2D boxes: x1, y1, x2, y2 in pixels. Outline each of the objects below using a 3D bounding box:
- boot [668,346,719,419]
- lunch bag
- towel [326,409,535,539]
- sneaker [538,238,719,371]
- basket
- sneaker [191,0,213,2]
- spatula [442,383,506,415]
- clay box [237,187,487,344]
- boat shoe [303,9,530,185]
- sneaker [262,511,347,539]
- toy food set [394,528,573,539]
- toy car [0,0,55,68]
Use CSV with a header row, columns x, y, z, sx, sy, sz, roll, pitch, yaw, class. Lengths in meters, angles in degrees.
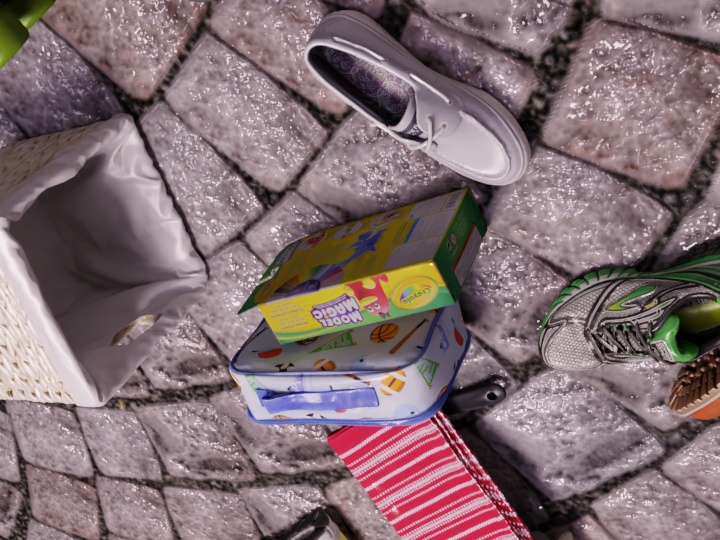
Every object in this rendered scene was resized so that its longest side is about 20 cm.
x,y,z,sx,sy,sz,roll,pitch,yaw,class
0.342,0.077,0.790,0.107,0.075,0.200,39,128,-12,boot
-0.012,0.075,0.881,0.199,0.160,0.076,-5,120,25,lunch bag
0.065,0.216,0.987,0.144,0.022,0.200,-35,92,40,towel
0.227,0.039,0.802,0.199,0.085,0.078,-25,110,35,sneaker
-0.279,-0.007,0.920,0.160,0.198,0.201,-5,121,30,basket
-0.061,-0.246,0.720,0.199,0.099,0.071,-15,114,29,sneaker
0.060,0.144,0.987,0.199,0.021,0.057,-26,102,33,spatula
0.000,0.000,0.853,0.199,0.115,0.048,-16,117,32,clay box
0.043,-0.126,0.777,0.200,0.069,0.072,40,129,-7,boat shoe
-0.076,0.355,1.159,0.090,0.078,0.200,41,131,-16,sneaker
0.137,0.317,1.059,0.199,0.060,0.144,2,124,32,toy food set
-0.273,-0.282,0.766,0.199,0.158,0.164,-32,119,24,toy car
